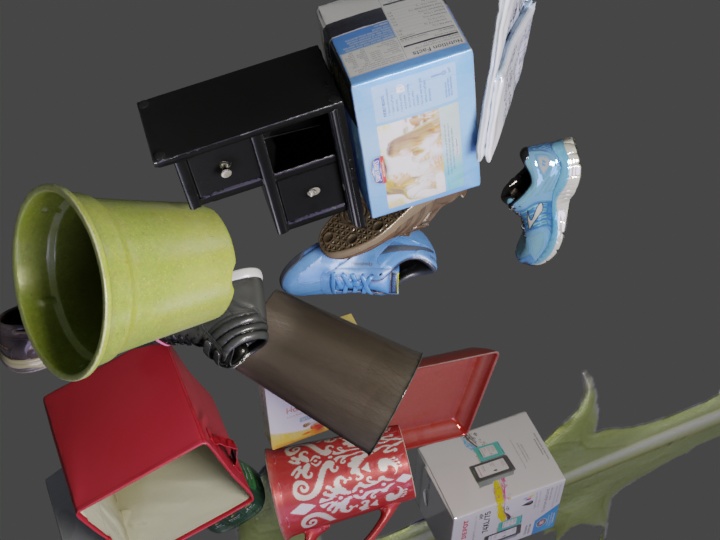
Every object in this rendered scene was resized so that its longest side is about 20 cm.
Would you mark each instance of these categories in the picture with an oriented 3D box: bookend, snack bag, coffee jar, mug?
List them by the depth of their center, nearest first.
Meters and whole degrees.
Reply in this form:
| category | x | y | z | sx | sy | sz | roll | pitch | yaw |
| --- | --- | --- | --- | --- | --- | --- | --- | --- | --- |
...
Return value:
| category | x | y | z | sx | sy | sz | roll | pitch | yaw |
| --- | --- | --- | --- | --- | --- | --- | --- | --- | --- |
| snack bag | 0.158 | -0.242 | 1.255 | 0.021 | 0.189 | 0.201 | 13 | 129 | 11 |
| bookend | -0.110 | -0.110 | 1.279 | 0.199 | 0.093 | 0.199 | -18 | 142 | -6 |
| coffee jar | -0.219 | 0.288 | 1.668 | 0.104 | 0.086 | 0.200 | -30 | 143 | 6 |
| mug | -0.023 | 0.319 | 1.741 | 0.198 | 0.133 | 0.179 | -14 | 105 | -3 |

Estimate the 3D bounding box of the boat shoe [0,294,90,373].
| category | x | y | z | sx | sy | sz | roll | pitch | yaw |
| --- | --- | --- | --- | --- | --- | --- | --- | --- | --- |
| boat shoe | -0.314 | 0.050 | 1.354 | 0.199 | 0.075 | 0.074 | -23 | 137 | -18 |

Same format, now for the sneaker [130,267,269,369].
| category | x | y | z | sx | sy | sz | roll | pitch | yaw |
| --- | --- | --- | --- | --- | --- | --- | --- | --- | --- |
| sneaker | -0.196 | 0.077 | 1.416 | 0.199 | 0.100 | 0.071 | -22 | 160 | 12 |

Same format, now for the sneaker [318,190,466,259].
| category | x | y | z | sx | sy | sz | roll | pitch | yaw |
| --- | --- | --- | --- | --- | --- | --- | --- | --- | --- |
| sneaker | 0.046 | -0.063 | 1.458 | 0.199 | 0.071 | 0.076 | -32 | 143 | 4 |

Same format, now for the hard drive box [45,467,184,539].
| category | x | y | z | sx | sy | sz | roll | pitch | yaw |
| --- | --- | --- | --- | --- | --- | --- | --- | --- | --- |
| hard drive box | -0.320 | 0.356 | 1.624 | 0.077 | 0.156 | 0.200 | -35 | 142 | 7 |

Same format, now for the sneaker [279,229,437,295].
| category | x | y | z | sx | sy | sz | roll | pitch | yaw |
| --- | --- | --- | --- | --- | --- | --- | --- | --- | --- |
| sneaker | 0.000 | 0.000 | 1.494 | 0.199 | 0.079 | 0.066 | -16 | 142 | -14 |

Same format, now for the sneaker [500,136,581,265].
| category | x | y | z | sx | sy | sz | roll | pitch | yaw |
| --- | --- | --- | --- | --- | --- | --- | --- | --- | --- |
| sneaker | 0.221 | -0.091 | 1.555 | 0.089 | 0.079 | 0.201 | 1 | 133 | -6 |

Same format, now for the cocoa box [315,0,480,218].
| category | x | y | z | sx | sy | sz | roll | pitch | yaw |
| --- | --- | --- | --- | --- | --- | --- | --- | --- | --- |
| cocoa box | 0.043 | -0.180 | 1.268 | 0.132 | 0.132 | 0.201 | -18 | 141 | -6 |

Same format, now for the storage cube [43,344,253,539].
| category | x | y | z | sx | sy | sz | roll | pitch | yaw |
| --- | --- | --- | --- | --- | --- | --- | --- | --- | --- |
| storage cube | -0.261 | 0.222 | 1.493 | 0.199 | 0.180 | 0.171 | -29 | 142 | -2 |

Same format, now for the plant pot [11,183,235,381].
| category | x | y | z | sx | sy | sz | roll | pitch | yaw |
| --- | --- | --- | --- | --- | --- | --- | --- | --- | --- |
| plant pot | -0.240 | 0.001 | 1.273 | 0.183 | 0.201 | 0.201 | -10 | 139 | -40 |

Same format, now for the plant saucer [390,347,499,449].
| category | x | y | z | sx | sy | sz | roll | pitch | yaw |
| --- | --- | --- | --- | --- | --- | --- | --- | --- | --- |
| plant saucer | 0.092 | 0.192 | 1.799 | 0.198 | 0.037 | 0.201 | -10 | 139 | -24 |

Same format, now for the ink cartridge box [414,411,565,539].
| category | x | y | z | sx | sy | sz | roll | pitch | yaw |
| --- | --- | --- | --- | --- | --- | --- | --- | --- | --- |
| ink cartridge box | 0.205 | 0.354 | 1.960 | 0.199 | 0.146 | 0.147 | -16 | 140 | -15 |

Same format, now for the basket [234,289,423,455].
| category | x | y | z | sx | sy | sz | roll | pitch | yaw |
| --- | --- | --- | --- | --- | --- | --- | --- | --- | --- |
| basket | -0.043 | 0.118 | 1.484 | 0.137 | 0.199 | 0.181 | -61 | 179 | -25 |

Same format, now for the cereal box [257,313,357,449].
| category | x | y | z | sx | sy | sz | roll | pitch | yaw |
| --- | --- | --- | --- | --- | --- | --- | --- | --- | --- |
| cereal box | -0.068 | 0.155 | 1.652 | 0.143 | 0.040 | 0.201 | -19 | 141 | -14 |
